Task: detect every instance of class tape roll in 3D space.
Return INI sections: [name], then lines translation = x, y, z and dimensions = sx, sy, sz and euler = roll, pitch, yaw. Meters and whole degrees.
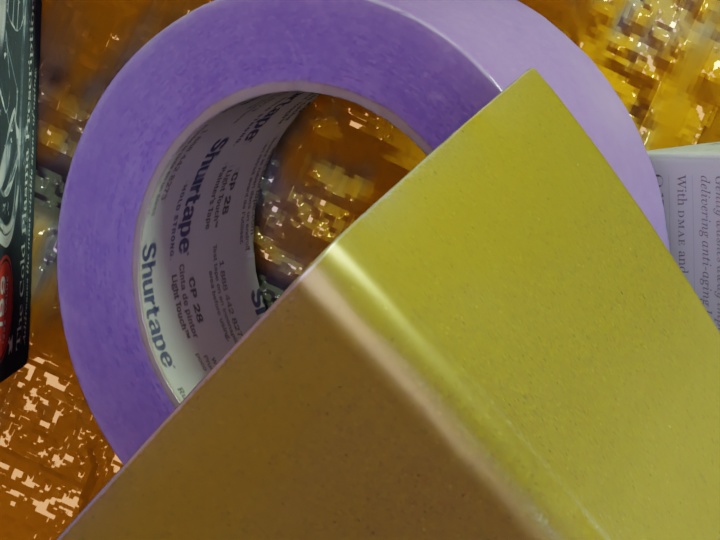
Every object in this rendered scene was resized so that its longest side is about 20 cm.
[tape roll]
translation = 0.000, 0.000, 0.857
dimensions = 0.199, 0.085, 0.202
euler = 6, 103, 26

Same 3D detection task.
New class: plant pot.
[plant pot]
translation = 0.025, 0.091, 0.715
dimensions = 0.176, 0.200, 0.200
euler = 43, 116, 2

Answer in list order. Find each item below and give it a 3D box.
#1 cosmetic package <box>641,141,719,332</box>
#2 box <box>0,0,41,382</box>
[cosmetic package]
translation = 0.195, 0.013, 0.839
dimensions = 0.199, 0.081, 0.114
euler = 1, 96, 35
[box]
translation = -0.175, -0.054, 0.850
dimensions = 0.103, 0.182, 0.202
euler = 3, 97, 4
